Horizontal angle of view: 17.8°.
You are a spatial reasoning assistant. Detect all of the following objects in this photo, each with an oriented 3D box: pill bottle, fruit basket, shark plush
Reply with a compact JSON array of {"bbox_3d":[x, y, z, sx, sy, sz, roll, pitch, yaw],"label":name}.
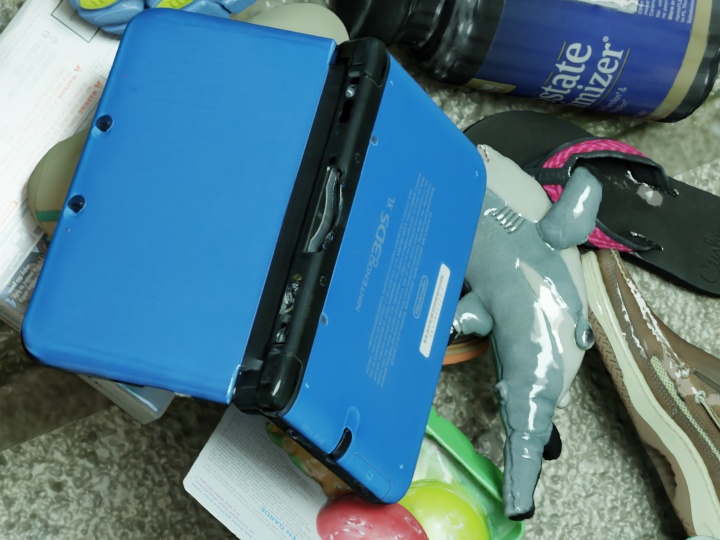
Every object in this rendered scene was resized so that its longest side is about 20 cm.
[{"bbox_3d":[0.093,-0.150,1.249,0.199,0.112,0.112,8,79,-15],"label":"pill bottle"},{"bbox_3d":[-0.001,0.129,1.141,0.185,0.094,0.200,44,28,-7],"label":"fruit basket"},{"bbox_3d":[0.071,0.031,1.195,0.083,0.091,0.201,5,79,-19],"label":"shark plush"}]

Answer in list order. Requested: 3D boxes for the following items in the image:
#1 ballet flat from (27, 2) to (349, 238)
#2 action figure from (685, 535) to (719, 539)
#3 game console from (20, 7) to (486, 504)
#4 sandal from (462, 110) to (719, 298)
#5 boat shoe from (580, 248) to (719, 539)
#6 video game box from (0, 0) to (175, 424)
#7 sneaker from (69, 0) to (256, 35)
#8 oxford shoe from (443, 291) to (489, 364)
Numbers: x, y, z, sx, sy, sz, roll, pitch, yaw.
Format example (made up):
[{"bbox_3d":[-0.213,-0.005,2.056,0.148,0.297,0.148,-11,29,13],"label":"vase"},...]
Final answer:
[{"bbox_3d":[-0.076,-0.074,1.162,0.200,0.069,0.070,-36,93,-19],"label":"ballet flat"},{"bbox_3d":[0.227,0.185,1.220,0.199,0.055,0.119,13,101,-9],"label":"action figure"},{"bbox_3d":[-0.044,-0.008,1.103,0.171,0.118,0.201,44,53,-43],"label":"game console"},{"bbox_3d":[0.142,-0.040,1.281,0.199,0.045,0.075,18,78,-14],"label":"sandal"},{"bbox_3d":[0.184,0.071,1.255,0.075,0.075,0.203,-26,100,6],"label":"boat shoe"},{"bbox_3d":[-0.126,-0.053,1.201,0.182,0.047,0.200,37,72,-6],"label":"video game box"},{"bbox_3d":[-0.067,-0.191,1.185,0.199,0.071,0.083,-37,63,-7],"label":"sneaker"},{"bbox_3d":[0.000,0.000,1.185,0.200,0.071,0.073,15,100,-42],"label":"oxford shoe"}]
